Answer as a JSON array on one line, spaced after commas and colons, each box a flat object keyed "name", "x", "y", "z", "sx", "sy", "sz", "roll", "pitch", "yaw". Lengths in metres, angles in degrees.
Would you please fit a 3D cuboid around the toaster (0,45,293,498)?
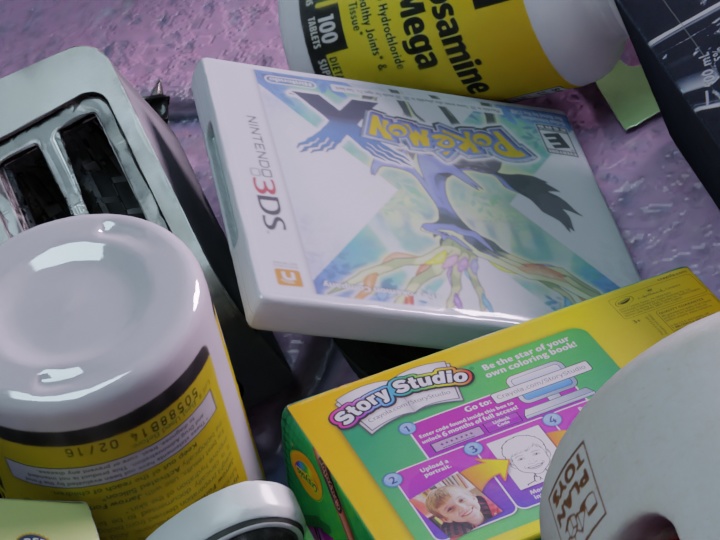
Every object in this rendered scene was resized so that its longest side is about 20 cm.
[{"name": "toaster", "x": -0.154, "y": 0.004, "z": 1.042, "sx": 0.180, "sy": 0.119, "sz": 0.200, "roll": -28, "pitch": 66, "yaw": 1}]

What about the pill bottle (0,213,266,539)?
[{"name": "pill bottle", "x": -0.100, "y": 0.081, "z": 0.910, "sx": 0.111, "sy": 0.200, "sz": 0.111, "roll": -7, "pitch": 45, "yaw": 7}]

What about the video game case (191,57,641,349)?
[{"name": "video game case", "x": 0.029, "y": -0.029, "z": 0.996, "sx": 0.199, "sy": 0.022, "sz": 0.183, "roll": 7, "pitch": 38, "yaw": -20}]

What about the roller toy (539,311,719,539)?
[{"name": "roller toy", "x": 0.160, "y": 0.102, "z": 0.755, "sx": 0.182, "sy": 0.200, "sz": 0.140, "roll": -27, "pitch": 45, "yaw": 11}]

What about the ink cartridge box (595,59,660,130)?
[{"name": "ink cartridge box", "x": 0.198, "y": -0.173, "z": 1.114, "sx": 0.200, "sy": 0.048, "sz": 0.146, "roll": -25, "pitch": 42, "yaw": 2}]

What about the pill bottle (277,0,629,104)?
[{"name": "pill bottle", "x": 0.067, "y": -0.141, "z": 1.095, "sx": 0.200, "sy": 0.113, "sz": 0.113, "roll": -13, "pitch": 44, "yaw": 27}]

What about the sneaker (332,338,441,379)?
[{"name": "sneaker", "x": 0.000, "y": 0.000, "z": 1.030, "sx": 0.073, "sy": 0.082, "sz": 0.200, "roll": -44, "pitch": 44, "yaw": -17}]

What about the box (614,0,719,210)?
[{"name": "box", "x": 0.241, "y": -0.083, "z": 0.958, "sx": 0.182, "sy": 0.104, "sz": 0.200, "roll": -29, "pitch": 41, "yaw": 4}]

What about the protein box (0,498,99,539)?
[{"name": "protein box", "x": -0.171, "y": 0.221, "z": 0.793, "sx": 0.135, "sy": 0.200, "sz": 0.199, "roll": 6, "pitch": 36, "yaw": -26}]

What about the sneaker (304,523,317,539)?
[{"name": "sneaker", "x": 0.010, "y": 0.157, "z": 0.894, "sx": 0.083, "sy": 0.074, "sz": 0.200, "roll": -6, "pitch": 37, "yaw": -12}]

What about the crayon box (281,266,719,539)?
[{"name": "crayon box", "x": 0.081, "y": 0.079, "z": 0.877, "sx": 0.200, "sy": 0.058, "sz": 0.119, "roll": -19, "pitch": 40, "yaw": -17}]

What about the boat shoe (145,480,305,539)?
[{"name": "boat shoe", "x": -0.078, "y": 0.173, "z": 0.877, "sx": 0.200, "sy": 0.071, "sz": 0.064, "roll": -55, "pitch": 44, "yaw": 26}]
